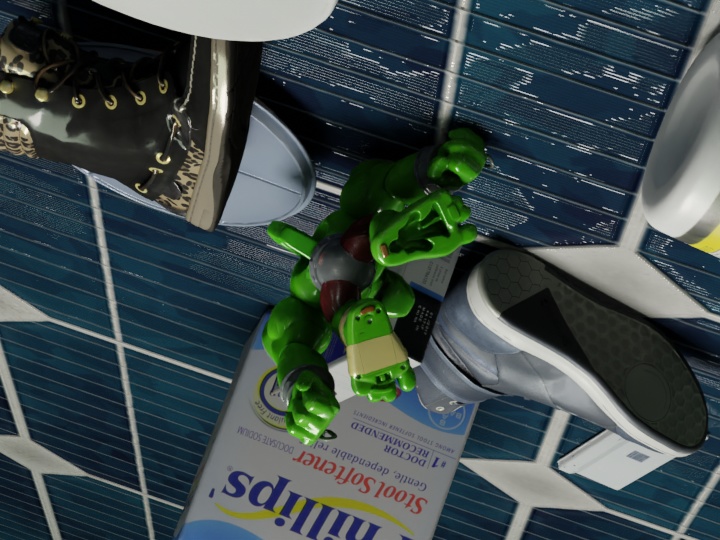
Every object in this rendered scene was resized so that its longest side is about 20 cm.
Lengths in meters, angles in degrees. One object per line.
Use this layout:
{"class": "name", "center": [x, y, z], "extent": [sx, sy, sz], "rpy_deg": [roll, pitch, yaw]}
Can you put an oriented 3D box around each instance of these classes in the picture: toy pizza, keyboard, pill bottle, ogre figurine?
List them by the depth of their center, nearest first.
{"class": "pill bottle", "center": [0.252, -0.036, 1.242], "extent": [0.200, 0.113, 0.112], "rpy_deg": [24, 160, -8]}
{"class": "ogre figurine", "center": [0.000, 0.000, 1.500], "extent": [0.098, 0.200, 0.120], "rpy_deg": [9, -172, -25]}
{"class": "toy pizza", "center": [-0.120, -0.092, 1.568], "extent": [0.200, 0.032, 0.200], "rpy_deg": [17, 155, 8]}
{"class": "keyboard", "center": [0.206, 0.138, 1.899], "extent": [0.056, 0.011, 0.200], "rpy_deg": [18, 161, -8]}

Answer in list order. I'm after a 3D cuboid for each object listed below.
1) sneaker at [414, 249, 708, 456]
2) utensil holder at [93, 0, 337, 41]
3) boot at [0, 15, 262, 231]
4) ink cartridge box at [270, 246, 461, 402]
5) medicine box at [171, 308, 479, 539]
{"class": "sneaker", "center": [0.125, 0.071, 1.676], "extent": [0.202, 0.077, 0.146], "rpy_deg": [36, 145, -14]}
{"class": "utensil holder", "center": [-0.048, -0.212, 0.942], "extent": [0.170, 0.200, 0.170], "rpy_deg": [17, 160, 7]}
{"class": "boot", "center": [-0.138, -0.110, 1.440], "extent": [0.150, 0.073, 0.200], "rpy_deg": [18, 148, 4]}
{"class": "ink cartridge box", "center": [0.003, 0.031, 1.679], "extent": [0.039, 0.100, 0.200], "rpy_deg": [25, 161, -17]}
{"class": "medicine box", "center": [-0.030, 0.161, 1.898], "extent": [0.182, 0.200, 0.103], "rpy_deg": [21, 160, -4]}
